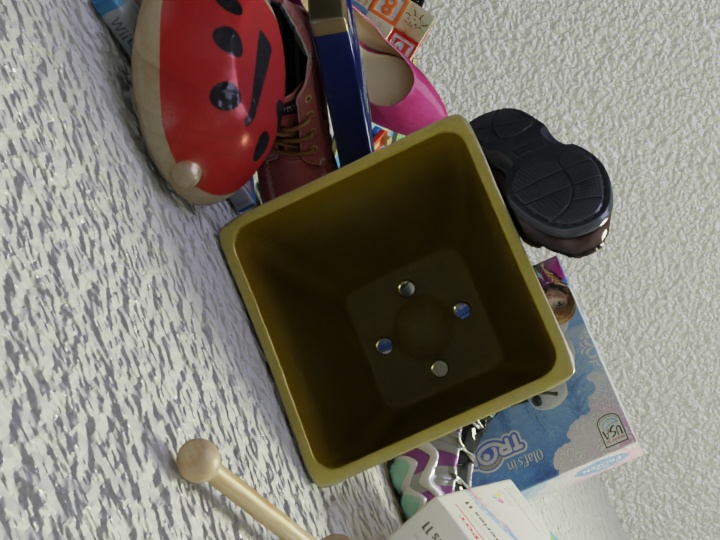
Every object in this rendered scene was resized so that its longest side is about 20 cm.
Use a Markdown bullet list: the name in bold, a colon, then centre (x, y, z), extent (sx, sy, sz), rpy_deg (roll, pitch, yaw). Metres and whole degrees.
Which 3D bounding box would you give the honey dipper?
- **honey dipper**: centre (-0.043, 0.143, 0.670), extent (0.200, 0.038, 0.038), rpy_deg (49, 19, -45)

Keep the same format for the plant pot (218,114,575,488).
- **plant pot**: centre (0.038, 0.035, 0.901), extent (0.200, 0.192, 0.198), rpy_deg (42, 24, -76)

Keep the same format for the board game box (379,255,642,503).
- **board game box**: centre (0.129, 0.114, 1.108), extent (0.043, 0.198, 0.201), rpy_deg (50, 18, -59)

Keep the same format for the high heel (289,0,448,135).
- **high heel**: centre (0.005, -0.186, 1.032), extent (0.200, 0.067, 0.096), rpy_deg (45, -6, -8)

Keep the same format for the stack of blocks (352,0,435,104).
- **stack of blocks**: centre (-0.043, -0.236, 1.112), extent (0.199, 0.116, 0.059), rpy_deg (33, 4, -2)

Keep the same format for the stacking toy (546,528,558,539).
- **stacking toy**: centre (0.127, 0.311, 0.980), extent (0.116, 0.110, 0.200), rpy_deg (49, 22, -1)

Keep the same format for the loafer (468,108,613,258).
- **loafer**: centre (0.130, -0.055, 0.853), extent (0.200, 0.071, 0.064), rpy_deg (-117, -172, -59)

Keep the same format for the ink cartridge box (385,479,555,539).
- **ink cartridge box**: centre (0.087, 0.223, 0.866), extent (0.118, 0.067, 0.199), rpy_deg (53, 18, 20)

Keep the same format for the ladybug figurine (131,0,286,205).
- **ladybug figurine**: centre (-0.097, -0.131, 0.822), extent (0.136, 0.071, 0.202), rpy_deg (54, 28, -43)

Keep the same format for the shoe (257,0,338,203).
- **shoe**: centre (-0.059, -0.115, 0.952), extent (0.091, 0.070, 0.203), rpy_deg (-17, 103, -81)

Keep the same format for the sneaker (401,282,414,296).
- **sneaker**: centre (0.000, 0.000, 1.084), extent (0.200, 0.072, 0.073), rpy_deg (39, 30, -64)

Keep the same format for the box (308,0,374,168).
- **box**: centre (-0.011, -0.143, 0.969), extent (0.122, 0.032, 0.202), rpy_deg (-94, 176, -50)

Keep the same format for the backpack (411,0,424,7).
- **backpack**: centre (-0.057, -0.291, 1.202), extent (0.201, 0.182, 0.135), rpy_deg (51, 4, -7)

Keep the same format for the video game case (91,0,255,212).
- **video game case**: centre (-0.137, -0.158, 0.906), extent (0.201, 0.018, 0.144), rpy_deg (57, 14, -38)

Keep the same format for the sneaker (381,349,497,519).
- **sneaker**: centre (0.091, 0.138, 1.026), extent (0.078, 0.139, 0.202), rpy_deg (44, 23, -62)

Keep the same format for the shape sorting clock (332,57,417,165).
- **shape sorting clock**: centre (0.014, -0.141, 1.244), extent (0.039, 0.202, 0.200), rpy_deg (26, 2, 14)
